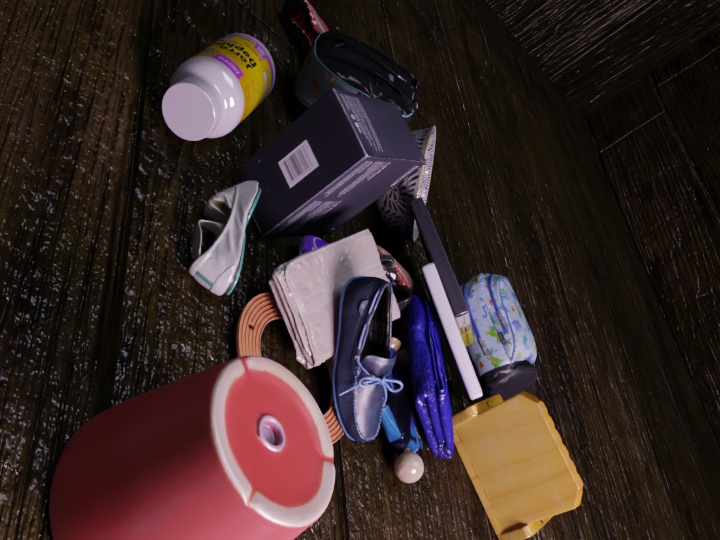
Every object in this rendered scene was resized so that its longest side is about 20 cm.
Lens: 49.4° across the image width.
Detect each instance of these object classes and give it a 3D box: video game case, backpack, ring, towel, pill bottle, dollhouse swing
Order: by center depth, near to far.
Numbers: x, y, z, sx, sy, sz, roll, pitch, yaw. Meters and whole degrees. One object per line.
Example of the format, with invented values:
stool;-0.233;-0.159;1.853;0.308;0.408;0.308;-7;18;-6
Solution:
ring;-0.081;0.121;0.958;0.200;0.019;0.203;41;32;-32
towel;-0.030;0.033;1.016;0.198;0.034;0.135;-24;94;-48
pill bottle;-0.190;-0.243;1.047;0.105;0.103;0.201;49;29;-15
towel;0.106;0.151;1.140;0.202;0.048;0.149;-91;165;-49
dollhouse swing;0.256;0.279;1.191;0.180;0.174;0.203;-2;63;-58
video game case;0.137;0.090;1.200;0.182;0.023;0.204;34;36;-86
video game case;0.134;0.007;1.265;0.181;0.025;0.203;62;8;-67
backpack;-0.016;-0.301;1.326;0.198;0.153;0.178;33;38;-16
backpack;0.233;0.107;1.377;0.162;0.154;0.202;16;35;-56

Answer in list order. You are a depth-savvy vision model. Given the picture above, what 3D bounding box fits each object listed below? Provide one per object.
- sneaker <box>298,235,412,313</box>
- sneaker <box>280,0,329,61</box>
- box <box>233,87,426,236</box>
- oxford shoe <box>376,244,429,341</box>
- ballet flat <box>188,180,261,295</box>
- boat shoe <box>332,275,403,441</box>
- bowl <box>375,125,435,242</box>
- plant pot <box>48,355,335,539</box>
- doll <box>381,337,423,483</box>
sneaker;0.000;0.000;1.122;0.199;0.099;0.070;40;30;-32
sneaker;-0.071;-0.416;1.448;0.086;0.073;0.203;-2;66;-63
box;-0.041;-0.144;1.093;0.181;0.198;0.106;-7;66;-60
oxford shoe;0.056;0.030;1.229;0.202;0.070;0.074;57;21;-29
ballet flat;-0.166;-0.056;0.955;0.069;0.069;0.202;41;33;-28
boat shoe;0.008;0.109;0.960;0.083;0.068;0.205;-5;92;-50
bowl;0.069;-0.158;1.364;0.092;0.205;0.202;12;31;8
plant pot;-0.129;0.173;0.660;0.200;0.176;0.203;39;33;-31
doll;0.051;0.193;1.069;0.137;0.048;0.203;47;27;-45
